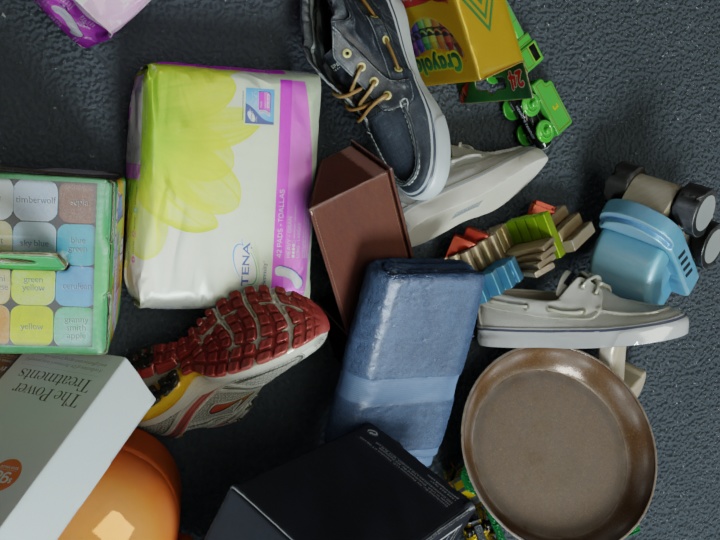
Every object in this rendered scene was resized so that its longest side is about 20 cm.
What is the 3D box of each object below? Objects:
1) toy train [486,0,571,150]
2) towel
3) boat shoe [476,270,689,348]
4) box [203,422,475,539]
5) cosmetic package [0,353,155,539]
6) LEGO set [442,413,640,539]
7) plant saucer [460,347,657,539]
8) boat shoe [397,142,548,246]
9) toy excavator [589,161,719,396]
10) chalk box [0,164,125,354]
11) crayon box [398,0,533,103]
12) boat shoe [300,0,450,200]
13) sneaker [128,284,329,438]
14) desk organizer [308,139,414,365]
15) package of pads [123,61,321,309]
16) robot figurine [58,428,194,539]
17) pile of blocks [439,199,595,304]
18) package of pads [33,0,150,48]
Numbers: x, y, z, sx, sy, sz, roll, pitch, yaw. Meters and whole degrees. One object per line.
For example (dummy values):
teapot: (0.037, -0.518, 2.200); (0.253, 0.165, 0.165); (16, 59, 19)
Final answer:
toy train: (0.140, -0.208, 0.966); (0.056, 0.042, 0.200); (-41, 111, -25)
towel: (0.033, 0.082, 0.866); (0.111, 0.049, 0.201); (1, 116, -27)
boat shoe: (0.205, 0.035, 0.960); (0.071, 0.199, 0.070); (-12, 99, -63)
box: (-0.040, 0.245, 0.774); (0.198, 0.123, 0.201); (-11, 133, -61)
cosmetic package: (-0.264, 0.119, 0.708); (0.151, 0.199, 0.052); (-61, 140, -35)
LEGO set: (0.169, 0.237, 1.015); (0.199, 0.116, 0.154); (-24, 76, -24)
plant saucer: (0.184, 0.169, 0.964); (0.199, 0.032, 0.201); (6, 66, -15)
boat shoe: (0.092, -0.084, 0.944); (0.199, 0.072, 0.069); (-28, 72, -29)
toy excavator: (0.272, 0.023, 1.015); (0.200, 0.100, 0.195); (-55, 142, -11)
chalk box: (-0.234, -0.009, 0.719); (0.124, 0.200, 0.125); (3, 97, -10)
crayon box: (0.072, -0.234, 0.882); (0.051, 0.127, 0.201); (-26, 105, -19)
boat shoe: (0.006, -0.152, 0.858); (0.091, 0.071, 0.201); (0, 66, -41)
sneaker: (-0.109, 0.078, 0.835); (0.199, 0.078, 0.082); (-25, 139, 22)
desk organizer: (0.000, 0.000, 0.877); (0.077, 0.072, 0.201); (-27, 125, -16)
package of pads: (-0.117, -0.068, 0.845); (0.154, 0.068, 0.201); (0, 97, -21)
robot figurine: (-0.195, 0.181, 0.769); (0.116, 0.200, 0.145); (-19, 94, -9)
pile of blocks: (0.129, -0.019, 0.960); (0.199, 0.082, 0.062); (-30, 103, -19)
package of pads: (-0.160, -0.263, 0.777); (0.076, 0.120, 0.200); (46, 77, -22)
